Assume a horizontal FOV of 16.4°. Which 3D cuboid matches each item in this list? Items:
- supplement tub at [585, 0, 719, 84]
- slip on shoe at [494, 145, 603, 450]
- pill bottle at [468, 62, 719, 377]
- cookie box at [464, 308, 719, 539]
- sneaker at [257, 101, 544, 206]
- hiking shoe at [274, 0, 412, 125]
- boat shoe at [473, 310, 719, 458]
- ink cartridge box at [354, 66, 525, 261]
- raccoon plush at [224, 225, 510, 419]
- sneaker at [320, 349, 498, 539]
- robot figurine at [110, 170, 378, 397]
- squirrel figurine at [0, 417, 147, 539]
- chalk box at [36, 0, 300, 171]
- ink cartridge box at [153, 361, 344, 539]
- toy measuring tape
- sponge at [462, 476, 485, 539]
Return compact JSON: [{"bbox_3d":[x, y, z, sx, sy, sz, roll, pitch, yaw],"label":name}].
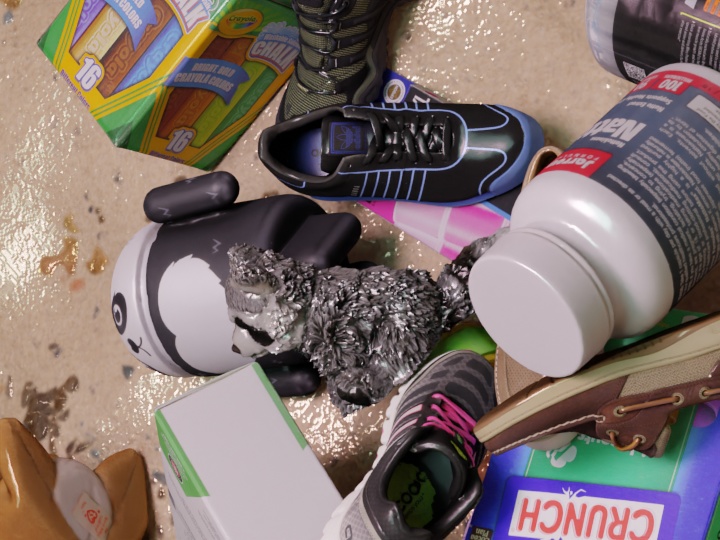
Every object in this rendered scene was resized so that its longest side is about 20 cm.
[{"bbox_3d":[0.254,-0.154,1.611,0.200,0.122,0.123,27,97,34],"label":"supplement tub"},{"bbox_3d":[0.122,0.015,1.622,0.076,0.061,0.201,2,67,33],"label":"slip on shoe"},{"bbox_3d":[0.163,-0.029,1.550,0.119,0.120,0.200,26,52,33],"label":"pill bottle"},{"bbox_3d":[0.174,0.127,1.621,0.171,0.075,0.201,8,73,35],"label":"cookie box"},{"bbox_3d":[0.024,-0.083,1.734,0.199,0.078,0.070,-7,77,27],"label":"sneaker"},{"bbox_3d":[-0.025,-0.181,1.808,0.076,0.101,0.201,30,97,43],"label":"hiking shoe"},{"bbox_3d":[0.170,0.083,1.548,0.199,0.072,0.072,-21,91,3],"label":"boat shoe"},{"bbox_3d":[0.062,-0.065,1.778,0.200,0.037,0.095,33,100,35],"label":"ink cartridge box"},{"bbox_3d":[0.000,0.000,1.699,0.200,0.097,0.134,-43,101,-12],"label":"raccoon plush"},{"bbox_3d":[0.049,0.122,1.615,0.074,0.200,0.087,43,141,-10],"label":"sneaker"},{"bbox_3d":[-0.087,0.013,1.808,0.199,0.125,0.151,-9,78,32],"label":"robot figurine"},{"bbox_3d":[-0.263,0.231,1.888,0.186,0.141,0.201,-27,66,34],"label":"squirrel figurine"},{"bbox_3d":[-0.117,-0.193,1.862,0.200,0.125,0.124,-49,60,19],"label":"chalk box"},{"bbox_3d":[-0.069,0.179,1.725,0.084,0.200,0.146,-26,62,-14],"label":"ink cartridge box"},{"bbox_3d":[0.045,0.101,1.740,0.200,0.073,0.074,-51,59,16],"label":"toy measuring tape"},{"bbox_3d":[0.104,0.240,1.703,0.111,0.030,0.201,23,95,33],"label":"sponge"}]
